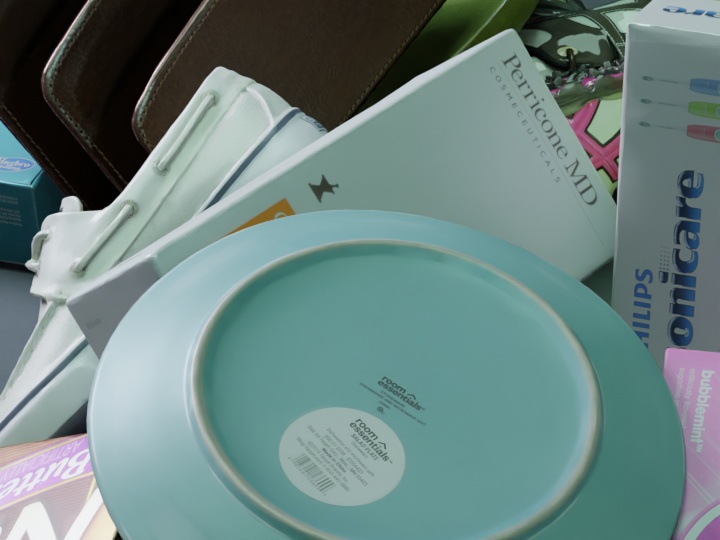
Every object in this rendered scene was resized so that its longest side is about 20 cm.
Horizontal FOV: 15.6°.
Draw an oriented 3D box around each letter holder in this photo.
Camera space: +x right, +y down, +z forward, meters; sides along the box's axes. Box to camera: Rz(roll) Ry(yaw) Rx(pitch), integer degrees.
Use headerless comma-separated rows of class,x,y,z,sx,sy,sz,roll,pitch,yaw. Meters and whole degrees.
letter holder,-0.064,-0.125,1.154,0.100,0.142,0.200,0,45,53

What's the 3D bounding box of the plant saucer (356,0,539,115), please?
plant saucer,0.024,-0.127,1.242,0.200,0.031,0.200,-32,32,23

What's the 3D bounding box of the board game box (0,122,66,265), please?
board game box,-0.177,-0.083,1.262,0.150,0.047,0.200,9,36,19

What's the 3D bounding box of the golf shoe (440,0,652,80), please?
golf shoe,0.125,-0.090,1.219,0.199,0.078,0.095,-1,36,24

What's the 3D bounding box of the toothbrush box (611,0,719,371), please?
toothbrush box,0.168,-0.051,1.051,0.086,0.146,0.200,10,23,21

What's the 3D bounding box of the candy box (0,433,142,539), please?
candy box,-0.149,0.120,0.892,0.199,0.057,0.117,-11,34,32

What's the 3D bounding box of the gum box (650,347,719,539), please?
gum box,0.143,0.127,0.861,0.113,0.066,0.200,5,52,14

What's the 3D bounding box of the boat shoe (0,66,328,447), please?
boat shoe,-0.098,0.002,1.049,0.070,0.071,0.200,37,80,10

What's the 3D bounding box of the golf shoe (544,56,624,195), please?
golf shoe,0.071,-0.035,1.138,0.199,0.092,0.073,-21,8,-19

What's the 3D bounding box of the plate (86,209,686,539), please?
plate,0.011,0.046,0.863,0.199,0.026,0.201,5,47,-5

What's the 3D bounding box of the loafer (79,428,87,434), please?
loafer,-0.086,0.131,0.944,0.072,0.063,0.200,-33,28,13

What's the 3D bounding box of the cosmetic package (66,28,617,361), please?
cosmetic package,0.000,0.000,0.995,0.200,0.102,0.071,-35,6,-36
